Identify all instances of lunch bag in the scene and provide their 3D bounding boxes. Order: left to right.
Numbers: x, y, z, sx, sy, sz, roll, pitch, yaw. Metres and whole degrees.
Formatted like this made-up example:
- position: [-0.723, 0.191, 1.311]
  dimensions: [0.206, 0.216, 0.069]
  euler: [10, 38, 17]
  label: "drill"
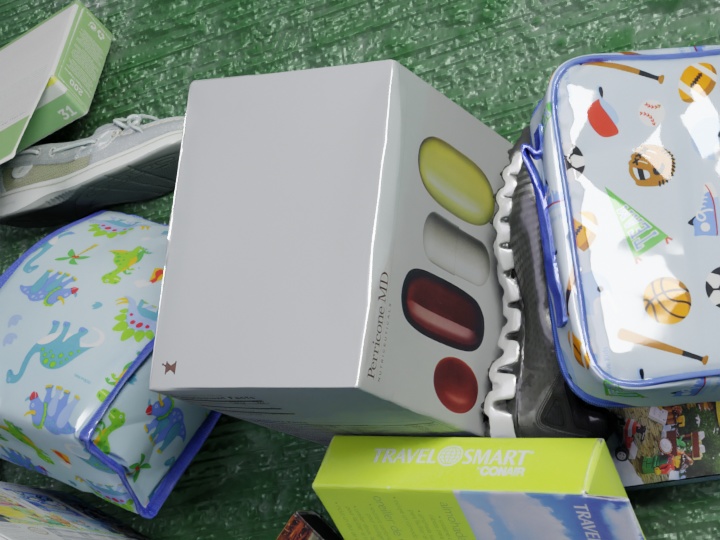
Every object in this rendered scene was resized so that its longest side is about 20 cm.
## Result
- position: [-0.171, 0.049, 1.179]
  dimensions: [0.169, 0.128, 0.200]
  euler: [15, 60, 33]
  label: "lunch bag"
- position: [0.170, -0.028, 0.927]
  dimensions: [0.159, 0.076, 0.201]
  euler: [-5, 76, -4]
  label: "lunch bag"

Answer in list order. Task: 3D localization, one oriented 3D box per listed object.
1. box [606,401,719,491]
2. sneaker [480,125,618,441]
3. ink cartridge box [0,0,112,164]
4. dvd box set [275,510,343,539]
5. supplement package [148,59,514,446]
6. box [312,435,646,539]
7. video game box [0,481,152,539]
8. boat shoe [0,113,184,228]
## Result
- position: [0.181, 0.027, 1.008]
  dimensions: [0.136, 0.038, 0.201]
  euler: [-13, 75, 30]
  label: "box"
- position: [0.124, 0.013, 0.988]
  dimensions: [0.090, 0.066, 0.201]
  euler: [2, 87, 30]
  label: "sneaker"
- position: [-0.268, -0.102, 1.248]
  dimensions: [0.145, 0.048, 0.201]
  euler: [-25, 35, 26]
  label: "ink cartridge box"
- position: [-0.045, 0.281, 1.111]
  dimensions: [0.146, 0.029, 0.200]
  euler: [41, 103, 30]
  label: "dvd box set"
- position: [0.000, 0.000, 1.020]
  dimensions: [0.146, 0.200, 0.192]
  euler: [-2, 75, 32]
  label: "supplement package"
- position: [0.084, 0.151, 0.996]
  dimensions: [0.199, 0.122, 0.048]
  euler: [-2, 44, 30]
  label: "box"
- position: [-0.206, 0.189, 1.127]
  dimensions: [0.182, 0.200, 0.047]
  euler: [24, 90, 33]
  label: "video game box"
- position: [-0.196, -0.082, 1.246]
  dimensions: [0.201, 0.074, 0.065]
  euler: [-17, 75, 37]
  label: "boat shoe"
